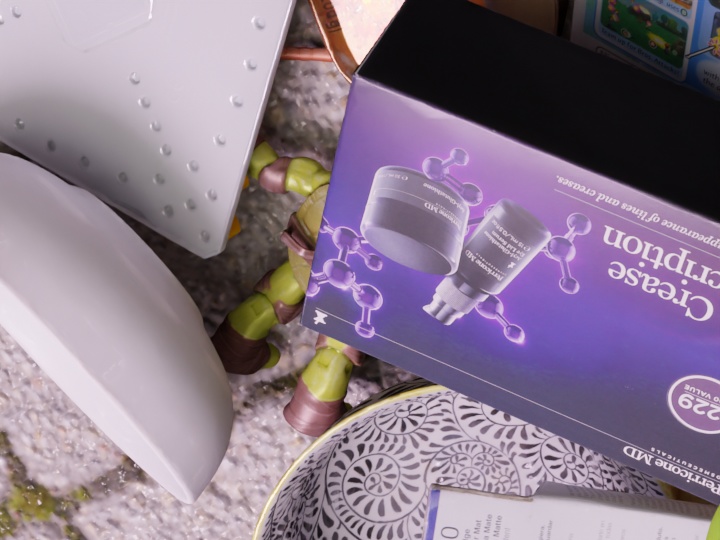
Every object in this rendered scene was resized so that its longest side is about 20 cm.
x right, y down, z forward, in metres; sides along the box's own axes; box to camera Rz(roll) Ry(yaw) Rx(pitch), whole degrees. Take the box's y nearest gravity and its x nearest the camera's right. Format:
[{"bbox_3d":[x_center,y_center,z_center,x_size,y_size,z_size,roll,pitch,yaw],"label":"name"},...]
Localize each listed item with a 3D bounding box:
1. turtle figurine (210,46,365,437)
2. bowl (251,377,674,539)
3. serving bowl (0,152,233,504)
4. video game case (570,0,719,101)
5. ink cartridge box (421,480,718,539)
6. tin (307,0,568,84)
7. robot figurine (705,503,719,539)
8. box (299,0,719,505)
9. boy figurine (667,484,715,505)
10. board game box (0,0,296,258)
[{"bbox_3d":[0.000,0.000,1.055,0.199,0.064,0.162,29,119,4],"label":"turtle figurine"},{"bbox_3d":[0.045,0.119,1.061,0.199,0.094,0.202,-2,116,-4],"label":"bowl"},{"bbox_3d":[-0.125,0.015,1.058,0.066,0.200,0.200,-43,96,-10],"label":"serving bowl"},{"bbox_3d":[0.171,-0.080,0.914,0.199,0.024,0.183,33,143,27],"label":"video game case"},{"bbox_3d":[0.110,0.197,0.997,0.199,0.041,0.201,9,96,-6],"label":"ink cartridge box"},{"bbox_3d":[0.022,-0.161,0.991,0.111,0.042,0.201,-12,108,27],"label":"tin"},{"bbox_3d":[0.214,0.097,0.867,0.115,0.176,0.200,38,123,-8],"label":"robot figurine"},{"bbox_3d":[0.088,-0.009,0.928,0.199,0.079,0.142,23,135,11],"label":"box"},{"bbox_3d":[0.183,0.095,1.039,0.124,0.064,0.201,1,117,21],"label":"boy figurine"},{"bbox_3d":[-0.115,-0.135,1.029,0.199,0.026,0.201,30,122,19],"label":"board game box"}]
